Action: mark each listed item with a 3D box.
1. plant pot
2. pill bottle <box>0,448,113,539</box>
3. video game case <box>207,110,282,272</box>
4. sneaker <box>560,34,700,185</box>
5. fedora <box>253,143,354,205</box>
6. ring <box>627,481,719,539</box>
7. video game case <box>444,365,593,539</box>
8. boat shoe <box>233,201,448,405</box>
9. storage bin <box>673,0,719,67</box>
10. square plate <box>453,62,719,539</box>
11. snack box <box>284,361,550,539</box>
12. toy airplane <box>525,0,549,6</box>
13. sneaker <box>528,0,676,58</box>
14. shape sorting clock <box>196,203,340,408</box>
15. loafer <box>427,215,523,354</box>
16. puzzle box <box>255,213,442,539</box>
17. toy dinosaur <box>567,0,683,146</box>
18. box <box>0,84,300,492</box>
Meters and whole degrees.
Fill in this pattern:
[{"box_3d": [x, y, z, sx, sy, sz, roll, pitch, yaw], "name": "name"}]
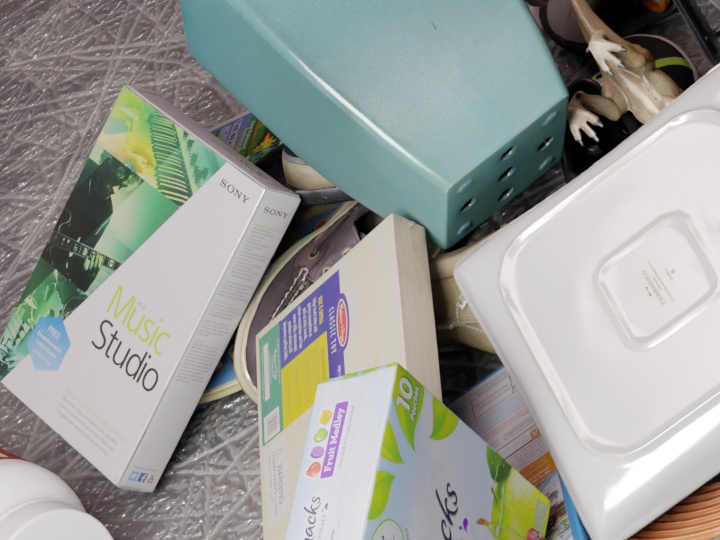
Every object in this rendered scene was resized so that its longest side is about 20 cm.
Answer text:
[{"box_3d": [0.016, -0.121, 1.653, 0.141, 0.141, 0.200, -38, 73, -13], "name": "plant pot"}, {"box_3d": [-0.226, 0.156, 1.734, 0.112, 0.112, 0.200, -48, 34, -19], "name": "pill bottle"}, {"box_3d": [-0.116, -0.026, 1.894, 0.182, 0.022, 0.200, -24, 28, 26], "name": "video game case"}, {"box_3d": [0.152, -0.089, 1.723, 0.072, 0.083, 0.200, -22, 34, 21], "name": "sneaker"}, {"box_3d": [0.014, -0.113, 1.790, 0.200, 0.092, 0.201, -15, 16, 4], "name": "fedora"}, {"box_3d": [0.184, 0.062, 1.554, 0.200, 0.019, 0.201, -25, 32, 17], "name": "ring"}, {"box_3d": [0.052, 0.138, 1.563, 0.143, 0.018, 0.200, -35, 30, 16], "name": "video game case"}, {"box_3d": [0.000, 0.000, 1.756, 0.200, 0.072, 0.065, -48, 13, -30], "name": "boat shoe"}, {"box_3d": [0.244, -0.140, 1.650, 0.094, 0.135, 0.200, -35, 31, 1], "name": "storage bin"}, {"box_3d": [0.155, 0.008, 1.510, 0.198, 0.028, 0.200, -37, 52, 14], "name": "square plate"}, {"box_3d": [0.020, 0.166, 1.415, 0.053, 0.142, 0.201, -14, 51, 35], "name": "snack box"}, {"box_3d": [0.110, -0.257, 1.784, 0.200, 0.141, 0.199, -27, 34, 7], "name": "toy airplane"}, {"box_3d": [0.194, -0.203, 1.859, 0.200, 0.074, 0.079, -42, 41, 1], "name": "sneaker"}, {"box_3d": [-0.078, 0.010, 1.856, 0.200, 0.039, 0.200, -25, 33, 18], "name": "shape sorting clock"}, {"box_3d": [0.070, 0.018, 1.655, 0.076, 0.068, 0.200, -10, -12, -40], "name": "loafer"}, {"box_3d": [-0.006, 0.083, 1.606, 0.133, 0.025, 0.200, -41, 39, 38], "name": "puzzle box"}, {"box_3d": [0.150, -0.107, 1.675, 0.058, 0.200, 0.101, -49, -12, 26], "name": "toy dinosaur"}, {"box_3d": [-0.131, 0.009, 1.773, 0.144, 0.036, 0.200, 36, 103, 39], "name": "box"}]
